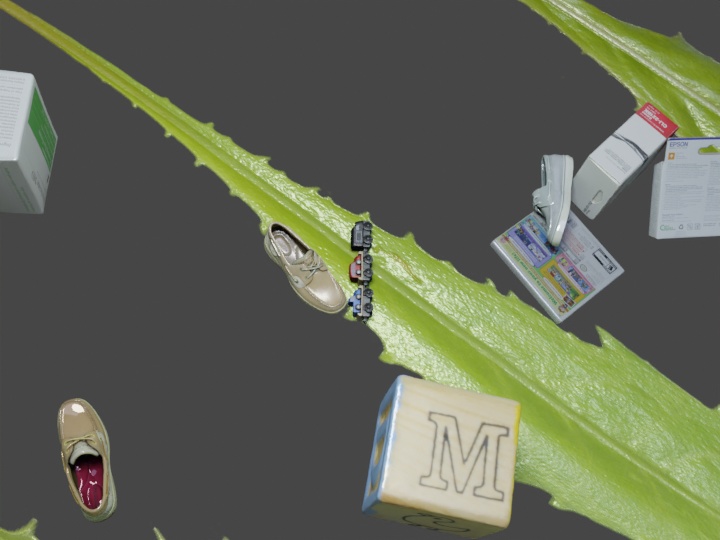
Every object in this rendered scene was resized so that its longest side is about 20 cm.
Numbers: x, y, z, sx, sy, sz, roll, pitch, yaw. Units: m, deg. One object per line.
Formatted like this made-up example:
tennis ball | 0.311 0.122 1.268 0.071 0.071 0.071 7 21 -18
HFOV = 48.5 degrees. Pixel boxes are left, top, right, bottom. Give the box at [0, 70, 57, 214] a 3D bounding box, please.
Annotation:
box | -0.645 -0.219 1.358 0.198 0.199 0.172 5 67 -7

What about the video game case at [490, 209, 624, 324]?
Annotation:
video game case | 0.378 -0.024 1.533 0.182 0.022 0.200 -34 77 -20

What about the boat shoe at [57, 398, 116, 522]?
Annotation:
boat shoe | -0.427 0.288 1.247 0.074 0.066 0.201 -20 71 -16

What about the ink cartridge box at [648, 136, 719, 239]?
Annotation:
ink cartridge box | 0.671 -0.165 1.570 0.198 0.041 0.201 -2 106 -10

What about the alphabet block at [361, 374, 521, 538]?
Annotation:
alphabet block | 0.124 0.299 1.263 0.199 0.196 0.198 13 67 -2

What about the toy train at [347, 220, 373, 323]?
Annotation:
toy train | 0.000 0.000 1.457 0.045 0.034 0.201 2 66 -4

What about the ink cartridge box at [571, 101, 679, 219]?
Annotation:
ink cartridge box | 0.508 -0.213 1.567 0.084 0.144 0.200 43 67 13

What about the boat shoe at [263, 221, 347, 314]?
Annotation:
boat shoe | -0.099 -0.005 1.426 0.072 0.065 0.200 -37 77 -21

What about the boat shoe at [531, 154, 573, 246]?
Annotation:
boat shoe | 0.365 -0.137 1.536 0.071 0.070 0.202 9 62 6
